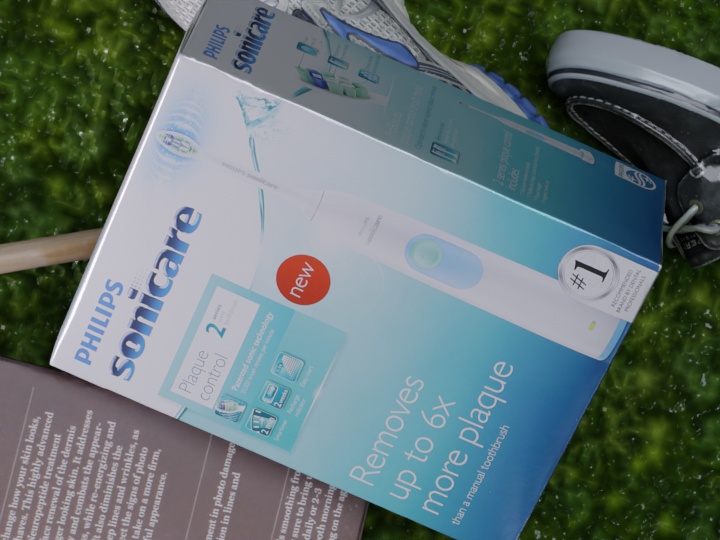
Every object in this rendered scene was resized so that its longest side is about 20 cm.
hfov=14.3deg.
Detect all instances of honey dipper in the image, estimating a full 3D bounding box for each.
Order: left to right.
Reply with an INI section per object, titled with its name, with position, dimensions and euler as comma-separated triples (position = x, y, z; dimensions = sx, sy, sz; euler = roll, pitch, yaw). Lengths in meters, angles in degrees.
[honey dipper]
position = -0.137, -0.006, 1.183
dimensions = 0.200, 0.038, 0.038
euler = -10, 89, -18

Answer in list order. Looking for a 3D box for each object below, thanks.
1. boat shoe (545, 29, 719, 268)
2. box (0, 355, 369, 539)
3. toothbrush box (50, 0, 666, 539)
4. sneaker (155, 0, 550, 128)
[boat shoe]
position = 0.161, -0.033, 1.232
dimensions = 0.200, 0.072, 0.071
euler = 29, 76, -12
[box]
position = -0.102, 0.098, 1.163
dimensions = 0.200, 0.075, 0.100
euler = 16, 83, -14
[toothbrush box]
position = 0.000, 0.000, 1.120
dimensions = 0.200, 0.085, 0.147
euler = 25, 115, -3
[sneaker]
position = -0.006, -0.076, 1.176
dimensions = 0.200, 0.077, 0.085
euler = 34, 35, -8
